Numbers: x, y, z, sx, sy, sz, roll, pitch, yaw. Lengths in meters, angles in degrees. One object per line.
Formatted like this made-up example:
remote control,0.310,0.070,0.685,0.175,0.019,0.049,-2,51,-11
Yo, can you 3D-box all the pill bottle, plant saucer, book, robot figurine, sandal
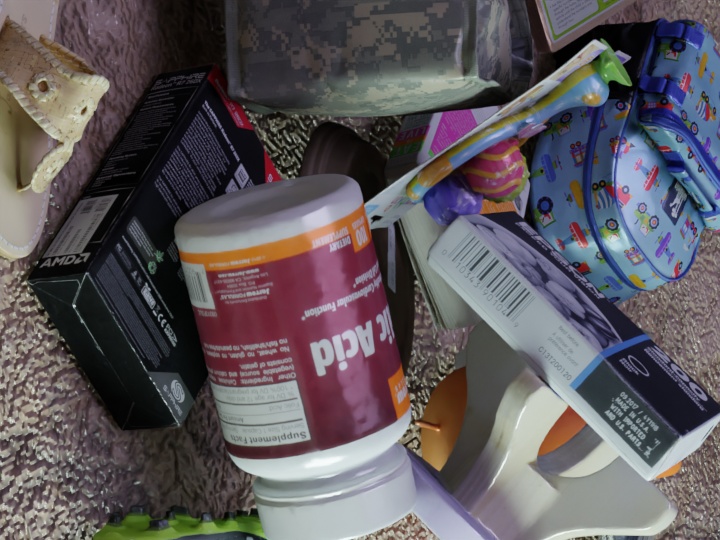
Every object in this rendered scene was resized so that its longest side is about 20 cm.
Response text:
pill bottle,-0.034,0.053,1.553,0.114,0.114,0.201,-32,113,-55
plant saucer,0.000,0.000,1.744,0.200,0.029,0.201,-6,90,-74
book,0.072,-0.067,1.868,0.200,0.048,0.134,-67,139,-57
robot figurine,0.128,0.117,1.829,0.199,0.144,0.117,-6,97,-13
sandal,-0.176,-0.116,1.489,0.077,0.069,0.213,17,70,-56

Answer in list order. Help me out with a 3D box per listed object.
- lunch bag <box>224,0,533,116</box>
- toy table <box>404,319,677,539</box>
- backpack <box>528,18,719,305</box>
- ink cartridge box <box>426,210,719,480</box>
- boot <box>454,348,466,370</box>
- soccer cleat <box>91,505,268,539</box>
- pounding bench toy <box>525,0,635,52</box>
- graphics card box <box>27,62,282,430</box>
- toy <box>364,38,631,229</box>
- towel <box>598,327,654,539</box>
lunch bag,0.016,-0.154,1.672,0.200,0.163,0.118,17,70,-76
toy table,0.102,0.132,1.682,0.184,0.117,0.200,45,3,16
backpack,0.217,-0.075,2.055,0.183,0.134,0.201,53,46,-38
ink cartridge box,0.146,0.042,1.691,0.198,0.043,0.200,45,13,10
boot,0.132,0.123,1.936,0.200,0.073,0.096,31,52,-53
soccer cleat,-0.092,0.184,1.580,0.200,0.067,0.082,11,83,-58
pounding bench toy,0.081,-0.221,1.850,0.200,0.156,0.125,-34,115,-33
graphics card box,-0.115,-0.015,1.588,0.126,0.051,0.200,61,37,-33
toy,0.090,-0.071,1.680,0.047,0.200,0.115,54,14,11
towel,0.200,0.161,2.011,0.200,0.034,0.194,-49,139,-71
